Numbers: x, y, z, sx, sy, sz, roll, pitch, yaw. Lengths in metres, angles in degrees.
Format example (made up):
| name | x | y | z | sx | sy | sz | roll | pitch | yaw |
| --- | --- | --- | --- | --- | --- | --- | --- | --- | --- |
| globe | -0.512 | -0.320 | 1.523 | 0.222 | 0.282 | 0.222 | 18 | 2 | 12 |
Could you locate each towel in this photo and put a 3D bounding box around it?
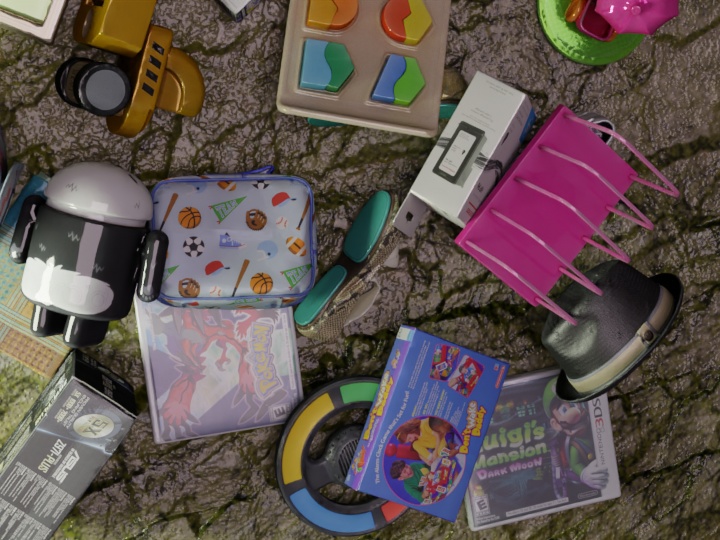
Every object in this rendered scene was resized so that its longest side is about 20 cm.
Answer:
| name | x | y | z | sx | sy | sz | roll | pitch | yaw |
| --- | --- | --- | --- | --- | --- | --- | --- | --- | --- |
| towel | -0.359 | 0.005 | 1.537 | 0.147 | 0.022 | 0.200 | 33 | 91 | -14 |

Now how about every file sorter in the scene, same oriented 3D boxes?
| name | x | y | z | sx | sy | sz | roll | pitch | yaw |
| --- | --- | --- | --- | --- | --- | --- | --- | --- | --- |
| file sorter | 0.239 | -0.058 | 1.527 | 0.139 | 0.125 | 0.200 | 37 | 90 | -28 |

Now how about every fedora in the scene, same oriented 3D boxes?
| name | x | y | z | sx | sy | sz | roll | pitch | yaw |
| --- | --- | --- | --- | --- | --- | --- | --- | --- | --- |
| fedora | 0.281 | 0.058 | 1.590 | 0.092 | 0.201 | 0.201 | 44 | 88 | -11 |

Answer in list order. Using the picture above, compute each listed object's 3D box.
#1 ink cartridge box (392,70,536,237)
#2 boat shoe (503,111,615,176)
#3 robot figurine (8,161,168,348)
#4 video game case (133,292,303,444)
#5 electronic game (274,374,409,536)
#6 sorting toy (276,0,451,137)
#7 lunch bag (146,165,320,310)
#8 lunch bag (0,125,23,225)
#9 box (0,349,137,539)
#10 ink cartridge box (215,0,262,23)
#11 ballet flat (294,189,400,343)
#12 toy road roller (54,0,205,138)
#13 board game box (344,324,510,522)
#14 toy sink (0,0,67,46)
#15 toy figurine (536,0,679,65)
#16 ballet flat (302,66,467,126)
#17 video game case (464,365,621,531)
| name | x | y | z | sx | sy | sz | roll | pitch | yaw |
| --- | --- | --- | --- | --- | --- | --- | --- | --- | --- |
| ink cartridge box | 0.122 | -0.117 | 1.559 | 0.068 | 0.116 | 0.200 | 30 | 91 | 15 |
| boat shoe | 0.224 | -0.115 | 1.612 | 0.200 | 0.069 | 0.072 | -35 | 103 | -5 |
| robot figurine | -0.297 | -0.019 | 1.473 | 0.150 | 0.125 | 0.200 | 12 | 97 | -24 |
| video game case | -0.165 | 0.093 | 1.585 | 0.182 | 0.023 | 0.200 | -8 | 99 | -10 |
| electronic game | -0.005 | 0.222 | 1.614 | 0.200 | 0.042 | 0.200 | -4 | 102 | -18 |
| sorting toy | 0.007 | -0.256 | 1.525 | 0.185 | 0.036 | 0.200 | 9 | 72 | -9 |
| lunch bag | -0.142 | -0.037 | 1.535 | 0.200 | 0.076 | 0.160 | -1 | 80 | -9 |
| lunch bag | -0.425 | -0.112 | 1.427 | 0.127 | 0.170 | 0.200 | -13 | 93 | -10 |
| box | -0.340 | 0.201 | 1.492 | 0.086 | 0.164 | 0.200 | 36 | 89 | -13 |
| ink cartridge box | -0.104 | -0.386 | 1.509 | 0.200 | 0.050 | 0.109 | -44 | 88 | -4 |
| ballet flat | 0.000 | 0.000 | 1.592 | 0.075 | 0.068 | 0.200 | 30 | 97 | -35 |
| toy road roller | -0.239 | -0.245 | 1.481 | 0.146 | 0.123 | 0.200 | 13 | 95 | -27 |
| board game box | 0.080 | 0.181 | 1.596 | 0.134 | 0.045 | 0.200 | 22 | 85 | -20 |
| toy sink | -0.402 | -0.336 | 1.435 | 0.200 | 0.112 | 0.130 | 21 | 93 | -13 |
| toy figurine | 0.312 | -0.335 | 1.542 | 0.150 | 0.184 | 0.200 | 26 | 91 | -14 |
| ballet flat | 0.028 | -0.207 | 1.569 | 0.200 | 0.071 | 0.071 | -5 | 98 | -10 |
| video game case | 0.218 | 0.216 | 1.678 | 0.200 | 0.023 | 0.182 | -11 | 99 | -10 |
